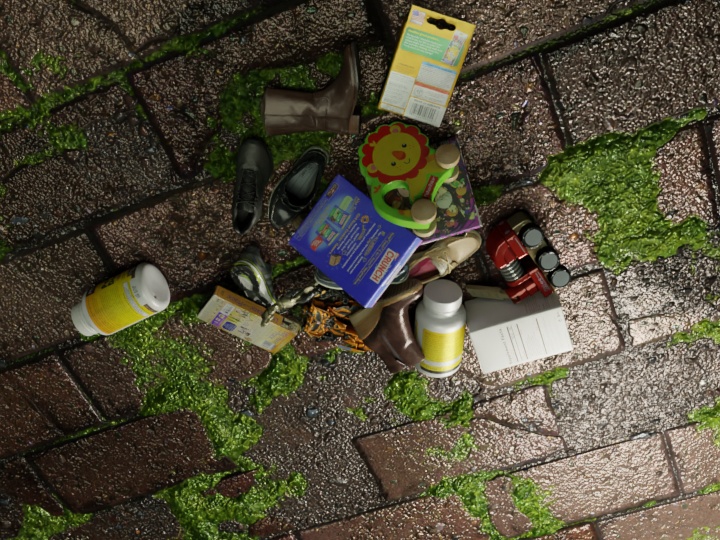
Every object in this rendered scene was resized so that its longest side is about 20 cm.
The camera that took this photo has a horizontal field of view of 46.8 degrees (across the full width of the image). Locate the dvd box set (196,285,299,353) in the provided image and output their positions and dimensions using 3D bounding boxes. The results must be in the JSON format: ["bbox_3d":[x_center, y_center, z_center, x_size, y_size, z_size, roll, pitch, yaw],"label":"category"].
[{"bbox_3d":[-0.246,0.109,1.810,0.199,0.030,0.146,26,149,-13],"label":"dvd box set"}]

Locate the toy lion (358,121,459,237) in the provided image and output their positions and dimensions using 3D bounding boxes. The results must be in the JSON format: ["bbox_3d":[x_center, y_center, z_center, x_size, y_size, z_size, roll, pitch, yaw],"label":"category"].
[{"bbox_3d":[0.078,-0.183,1.562,0.190,0.201,0.069,18,158,14],"label":"toy lion"}]

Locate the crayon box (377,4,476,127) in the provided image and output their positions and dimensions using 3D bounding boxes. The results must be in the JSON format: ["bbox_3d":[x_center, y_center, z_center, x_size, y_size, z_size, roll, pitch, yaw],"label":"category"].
[{"bbox_3d":[0.119,-0.379,1.528,0.124,0.052,0.201,15,121,-8],"label":"crayon box"}]

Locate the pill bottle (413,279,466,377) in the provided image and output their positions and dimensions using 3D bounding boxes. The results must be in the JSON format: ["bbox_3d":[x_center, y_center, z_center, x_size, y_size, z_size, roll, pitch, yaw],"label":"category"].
[{"bbox_3d":[0.170,0.123,1.788,0.110,0.112,0.202,1,128,1],"label":"pill bottle"}]

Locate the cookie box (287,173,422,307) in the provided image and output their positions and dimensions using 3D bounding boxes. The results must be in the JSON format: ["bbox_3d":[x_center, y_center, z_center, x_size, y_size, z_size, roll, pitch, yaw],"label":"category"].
[{"bbox_3d":[-0.010,-0.055,1.601,0.200,0.075,0.172,40,98,12],"label":"cookie box"}]

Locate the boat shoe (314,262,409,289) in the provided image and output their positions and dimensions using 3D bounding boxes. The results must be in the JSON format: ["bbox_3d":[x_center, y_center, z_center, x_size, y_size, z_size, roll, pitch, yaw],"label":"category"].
[{"bbox_3d":[0.000,0.000,1.693,0.198,0.076,0.062,3,167,9],"label":"boat shoe"}]

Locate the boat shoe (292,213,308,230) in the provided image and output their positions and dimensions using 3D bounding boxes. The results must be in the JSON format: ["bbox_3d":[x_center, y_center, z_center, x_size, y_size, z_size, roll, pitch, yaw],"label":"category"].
[{"bbox_3d":[-0.039,-0.089,1.703,0.198,0.071,0.065,13,117,-18],"label":"boat shoe"}]

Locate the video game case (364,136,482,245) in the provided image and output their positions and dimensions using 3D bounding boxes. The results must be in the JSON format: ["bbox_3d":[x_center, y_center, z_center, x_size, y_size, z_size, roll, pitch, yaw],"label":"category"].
[{"bbox_3d":[0.119,-0.145,1.628,0.198,0.036,0.183,-16,86,11],"label":"video game case"}]

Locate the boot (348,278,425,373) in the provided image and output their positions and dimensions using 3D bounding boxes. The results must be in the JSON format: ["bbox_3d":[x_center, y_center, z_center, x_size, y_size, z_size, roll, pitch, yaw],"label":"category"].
[{"bbox_3d":[0.089,0.117,1.744,0.199,0.073,0.167,-30,107,32],"label":"boot"}]

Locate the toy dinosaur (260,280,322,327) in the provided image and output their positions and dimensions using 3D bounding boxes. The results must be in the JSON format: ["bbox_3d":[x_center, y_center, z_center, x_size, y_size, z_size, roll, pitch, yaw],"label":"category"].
[{"bbox_3d":[-0.125,0.051,1.734,0.199,0.088,0.048,-28,89,-18],"label":"toy dinosaur"}]

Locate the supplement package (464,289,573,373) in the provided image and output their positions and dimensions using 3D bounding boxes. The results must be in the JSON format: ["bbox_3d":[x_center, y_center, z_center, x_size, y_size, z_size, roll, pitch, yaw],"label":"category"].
[{"bbox_3d":[0.336,0.117,1.784,0.198,0.122,0.121,-17,120,12],"label":"supplement package"}]

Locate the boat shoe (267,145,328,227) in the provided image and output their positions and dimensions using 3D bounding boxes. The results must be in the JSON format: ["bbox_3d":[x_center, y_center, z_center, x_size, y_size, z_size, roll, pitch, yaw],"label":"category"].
[{"bbox_3d":[-0.128,-0.154,1.662,0.074,0.066,0.200,33,117,-18],"label":"boat shoe"}]

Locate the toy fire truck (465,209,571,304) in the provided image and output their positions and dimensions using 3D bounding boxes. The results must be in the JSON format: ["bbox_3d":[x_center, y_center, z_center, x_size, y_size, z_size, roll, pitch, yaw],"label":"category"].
[{"bbox_3d":[0.304,-0.007,1.724,0.199,0.129,0.176,-35,115,10],"label":"toy fire truck"}]

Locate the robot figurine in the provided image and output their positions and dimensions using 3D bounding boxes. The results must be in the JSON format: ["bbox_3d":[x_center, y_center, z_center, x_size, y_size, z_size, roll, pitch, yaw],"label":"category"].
[{"bbox_3d":[-0.035,0.113,1.828,0.198,0.058,0.146,14,118,-7],"label":"robot figurine"}]

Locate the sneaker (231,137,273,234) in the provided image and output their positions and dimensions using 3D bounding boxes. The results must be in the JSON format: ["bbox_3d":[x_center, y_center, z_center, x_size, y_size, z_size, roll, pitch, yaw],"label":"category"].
[{"bbox_3d":[-0.218,-0.162,1.647,0.075,0.091,0.202,7,120,-1],"label":"sneaker"}]

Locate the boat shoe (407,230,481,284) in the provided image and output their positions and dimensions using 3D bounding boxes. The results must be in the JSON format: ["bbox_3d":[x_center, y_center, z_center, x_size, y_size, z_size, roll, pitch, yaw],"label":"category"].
[{"bbox_3d":[0.164,-0.016,1.737,0.199,0.069,0.074,-28,117,18],"label":"boat shoe"}]

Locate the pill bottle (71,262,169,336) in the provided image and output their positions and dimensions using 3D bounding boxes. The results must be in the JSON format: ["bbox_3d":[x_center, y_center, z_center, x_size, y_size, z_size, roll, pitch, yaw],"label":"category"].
[{"bbox_3d":[-0.517,0.068,1.783,0.198,0.110,0.110,-24,118,15],"label":"pill bottle"}]

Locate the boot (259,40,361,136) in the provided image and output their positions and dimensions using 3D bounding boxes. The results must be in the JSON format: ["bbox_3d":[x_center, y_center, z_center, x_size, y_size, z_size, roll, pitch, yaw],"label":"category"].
[{"bbox_3d":[-0.099,-0.337,1.558,0.198,0.064,0.188,3,119,5],"label":"boot"}]

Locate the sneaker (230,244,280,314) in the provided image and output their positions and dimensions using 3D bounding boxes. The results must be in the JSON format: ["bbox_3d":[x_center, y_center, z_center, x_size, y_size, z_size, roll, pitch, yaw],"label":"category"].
[{"bbox_3d":[-0.209,0.028,1.772,0.073,0.081,0.201,8,144,19],"label":"sneaker"}]

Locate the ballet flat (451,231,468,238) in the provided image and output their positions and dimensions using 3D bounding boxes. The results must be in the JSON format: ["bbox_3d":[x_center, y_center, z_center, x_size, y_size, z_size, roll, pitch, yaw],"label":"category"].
[{"bbox_3d":[0.125,-0.097,1.685,0.198,0.076,0.068,6,128,-2],"label":"ballet flat"}]
